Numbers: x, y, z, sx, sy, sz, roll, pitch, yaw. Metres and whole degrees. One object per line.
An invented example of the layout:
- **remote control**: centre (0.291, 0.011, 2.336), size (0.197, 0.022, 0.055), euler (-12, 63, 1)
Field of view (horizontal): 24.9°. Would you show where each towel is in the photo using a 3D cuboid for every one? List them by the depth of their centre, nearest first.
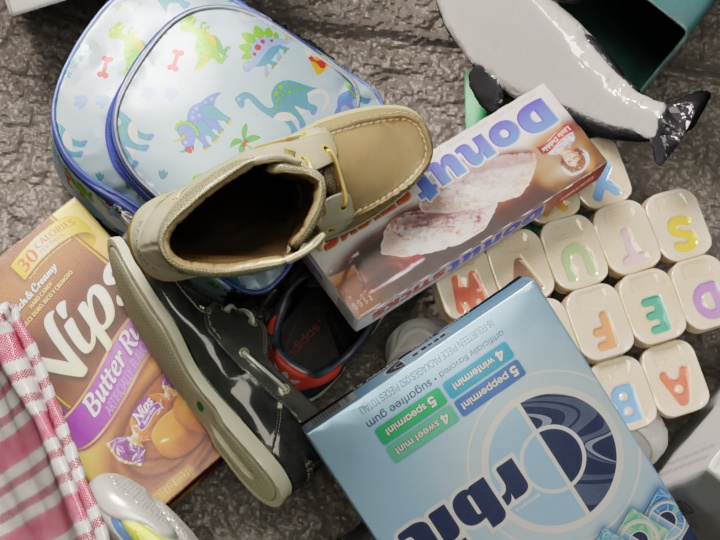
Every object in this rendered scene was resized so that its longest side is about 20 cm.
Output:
- **towel**: centre (-0.218, 0.133, 1.027), size (0.030, 0.146, 0.201), euler (-15, 77, -38)

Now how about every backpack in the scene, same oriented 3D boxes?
- **backpack**: centre (-0.102, -0.096, 1.085), size (0.200, 0.147, 0.183), euler (33, 77, 2)

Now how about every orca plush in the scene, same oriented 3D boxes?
- **orca plush**: centre (0.146, -0.148, 1.118), size (0.199, 0.071, 0.106), euler (21, 106, 21)

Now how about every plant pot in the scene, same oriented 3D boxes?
- **plant pot**: centre (0.206, -0.241, 1.158), size (0.141, 0.141, 0.200), euler (40, 66, 4)

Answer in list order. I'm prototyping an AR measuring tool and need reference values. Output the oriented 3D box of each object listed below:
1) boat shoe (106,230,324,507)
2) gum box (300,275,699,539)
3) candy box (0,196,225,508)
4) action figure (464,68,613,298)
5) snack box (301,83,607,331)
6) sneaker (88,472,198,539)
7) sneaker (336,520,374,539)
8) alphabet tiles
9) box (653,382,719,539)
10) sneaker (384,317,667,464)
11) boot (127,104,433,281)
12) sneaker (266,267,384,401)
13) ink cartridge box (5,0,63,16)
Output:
- **boat shoe**: centre (-0.091, 0.053, 1.042), size (0.068, 0.072, 0.200), euler (-36, 87, -22)
- **gum box**: centre (0.087, 0.133, 1.011), size (0.170, 0.045, 0.200), euler (-33, 96, -5)
- **candy box**: centre (-0.171, 0.065, 1.091), size (0.117, 0.056, 0.200), euler (-41, 83, -12)
- **action figure**: centre (0.107, -0.038, 1.119), size (0.118, 0.055, 0.201), euler (15, 59, 0)
- **snack box**: centre (0.059, -0.042, 1.049), size (0.200, 0.024, 0.072), euler (-32, 71, -16)
- **sneaker**: centre (-0.126, 0.224, 1.026), size (0.105, 0.076, 0.200), euler (-41, 108, -2)
- **sneaker**: centre (0.001, 0.224, 1.074), size (0.087, 0.076, 0.200), euler (24, 72, 15)
- **alphabet tiles**: centre (0.147, 0.012, 1.071), size (0.199, 0.015, 0.196), euler (-15, 79, -17)
- **box**: centre (0.302, 0.108, 1.052), size (0.131, 0.199, 0.200), euler (42, 77, 5)
- **sneaker**: centre (0.103, 0.107, 1.082), size (0.199, 0.078, 0.100), euler (14, 43, 6)
- **boot**: centre (-0.032, -0.046, 0.940), size (0.199, 0.155, 0.072), euler (-22, 95, -13)
- **sneaker**: centre (0.000, 0.000, 1.106), size (0.075, 0.085, 0.200), euler (29, 76, 1)
- **ink cartridge box**: centre (-0.163, -0.257, 1.111), size (0.199, 0.146, 0.085), euler (-18, 119, -8)
